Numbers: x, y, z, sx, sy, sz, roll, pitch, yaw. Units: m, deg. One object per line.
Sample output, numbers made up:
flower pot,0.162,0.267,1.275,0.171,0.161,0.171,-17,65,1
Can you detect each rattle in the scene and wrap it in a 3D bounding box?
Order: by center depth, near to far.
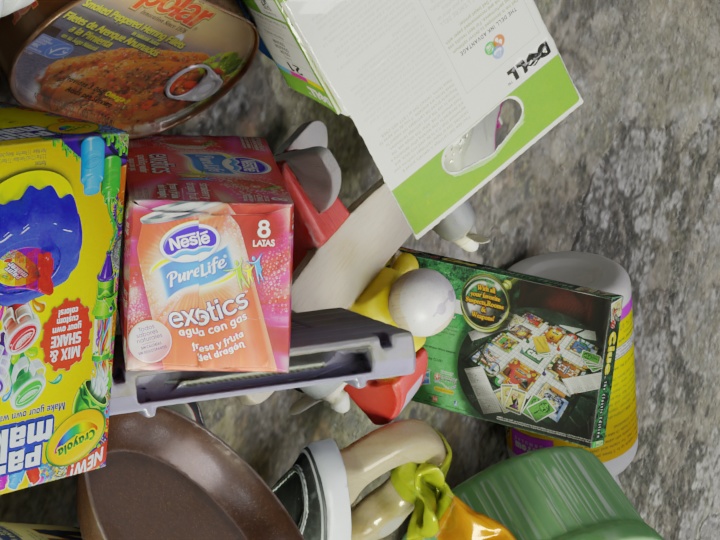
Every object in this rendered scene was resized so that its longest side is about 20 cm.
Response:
rattle,0.003,0.185,1.723,0.199,0.130,0.144,-1,63,-57

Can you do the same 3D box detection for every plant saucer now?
plant saucer,-0.097,0.167,1.493,0.034,0.201,0.200,-41,153,22

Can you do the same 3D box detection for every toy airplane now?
toy airplane,0.000,0.000,1.679,0.199,0.140,0.202,14,90,-55

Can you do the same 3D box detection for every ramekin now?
ramekin,0.120,0.218,1.886,0.199,0.098,0.201,-23,151,-14

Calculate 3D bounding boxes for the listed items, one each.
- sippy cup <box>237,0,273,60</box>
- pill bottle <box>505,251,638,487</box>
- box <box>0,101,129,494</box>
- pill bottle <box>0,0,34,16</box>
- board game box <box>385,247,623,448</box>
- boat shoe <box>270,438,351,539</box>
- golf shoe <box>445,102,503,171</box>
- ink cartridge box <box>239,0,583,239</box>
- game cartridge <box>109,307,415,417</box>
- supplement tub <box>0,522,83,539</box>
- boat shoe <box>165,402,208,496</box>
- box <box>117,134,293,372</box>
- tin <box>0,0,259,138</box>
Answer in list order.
sippy cup,-0.016,-0.196,1.615,0.130,0.139,0.178,-47,110,-22
pill bottle,0.161,0.095,1.972,0.104,0.104,0.202,-32,125,-46
box,-0.238,0.017,1.361,0.199,0.121,0.194,-12,111,-53
pill bottle,-0.252,-0.146,1.297,0.200,0.111,0.113,-30,124,-47
board game box,0.087,0.050,1.767,0.023,0.199,0.106,-8,108,-53
boat shoe,-0.057,0.184,1.651,0.068,0.074,0.200,-4,144,-21
golf shoe,0.057,-0.141,1.731,0.091,0.075,0.201,39,42,-37
ink cartridge box,0.027,-0.144,1.544,0.148,0.076,0.201,-39,124,-14
game cartridge,-0.081,0.055,1.522,0.198,0.130,0.039,-7,94,-19
supplement tub,-0.186,0.220,1.479,0.199,0.144,0.146,12,91,-56
boat shoe,-0.117,0.164,1.626,0.062,0.071,0.202,-28,125,-55
box,-0.093,-0.013,1.488,0.200,0.095,0.101,-118,-151,-75
tin,-0.134,-0.132,1.473,0.042,0.112,0.200,62,18,20
